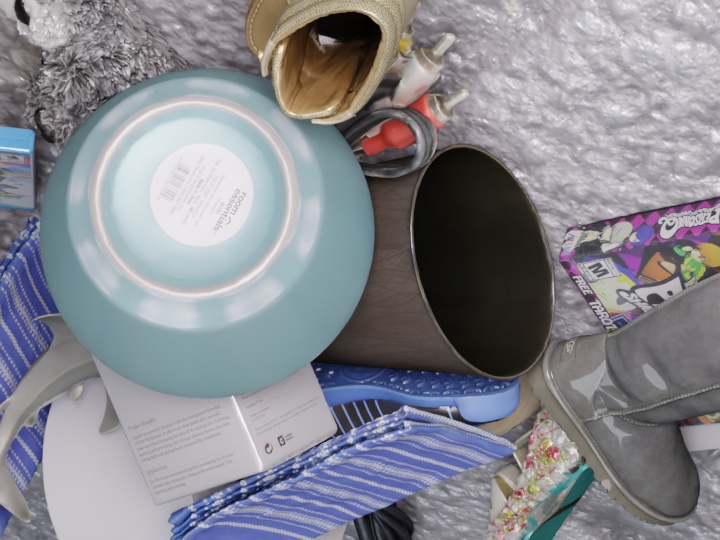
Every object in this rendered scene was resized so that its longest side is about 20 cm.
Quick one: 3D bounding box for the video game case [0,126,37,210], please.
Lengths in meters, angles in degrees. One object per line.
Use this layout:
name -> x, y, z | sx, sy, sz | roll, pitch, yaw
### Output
video game case -> -0.292, -0.074, 1.348 | 0.143, 0.018, 0.200 | 6, 171, -8

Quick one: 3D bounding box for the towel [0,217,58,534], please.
towel -> -0.249, 0.078, 1.445 | 0.024, 0.200, 0.145 | 4, 138, 27

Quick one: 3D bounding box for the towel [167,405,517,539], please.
towel -> -0.013, 0.146, 1.314 | 0.200, 0.024, 0.145 | -26, 155, 25

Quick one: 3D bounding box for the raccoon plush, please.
raccoon plush -> -0.134, -0.153, 1.260 | 0.199, 0.097, 0.134 | -1, 129, -18

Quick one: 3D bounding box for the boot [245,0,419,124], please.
boot -> -0.023, -0.139, 1.131 | 0.073, 0.156, 0.200 | 39, 139, -18

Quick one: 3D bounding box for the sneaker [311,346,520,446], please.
sneaker -> 0.015, 0.101, 1.342 | 0.199, 0.070, 0.078 | -2, 119, 18

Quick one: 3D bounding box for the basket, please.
basket -> 0.000, 0.000, 1.302 | 0.199, 0.136, 0.180 | -3, 150, 36

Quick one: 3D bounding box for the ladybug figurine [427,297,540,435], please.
ladybug figurine -> 0.035, 0.073, 1.410 | 0.199, 0.072, 0.136 | 8, 139, 19

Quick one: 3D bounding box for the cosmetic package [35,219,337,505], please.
cosmetic package -> -0.110, 0.035, 1.257 | 0.107, 0.085, 0.201 | -20, 92, 40

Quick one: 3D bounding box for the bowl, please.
bowl -> -0.092, -0.031, 1.136 | 0.200, 0.201, 0.105 | 20, 172, 4

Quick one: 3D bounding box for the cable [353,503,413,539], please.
cable -> -0.035, 0.211, 1.621 | 0.163, 0.051, 0.200 | 20, 140, 4

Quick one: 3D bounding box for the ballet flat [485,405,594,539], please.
ballet flat -> 0.132, 0.158, 1.477 | 0.064, 0.076, 0.200 | 48, 141, 19

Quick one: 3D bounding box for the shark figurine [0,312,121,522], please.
shark figurine -> -0.208, 0.068, 1.362 | 0.214, 0.128, 0.089 | -33, 144, 11

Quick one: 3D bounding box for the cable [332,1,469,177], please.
cable -> -0.010, -0.074, 1.231 | 0.050, 0.097, 0.200 | -3, 150, -46

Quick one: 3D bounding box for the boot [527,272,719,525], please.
boot -> 0.227, 0.081, 1.280 | 0.200, 0.073, 0.182 | -25, 123, 38

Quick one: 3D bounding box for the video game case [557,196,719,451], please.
video game case -> 0.252, 0.035, 1.287 | 0.181, 0.036, 0.200 | -11, 130, 36

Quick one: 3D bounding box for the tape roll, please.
tape roll -> -0.116, 0.142, 1.462 | 0.139, 0.203, 0.203 | -8, 132, 34
